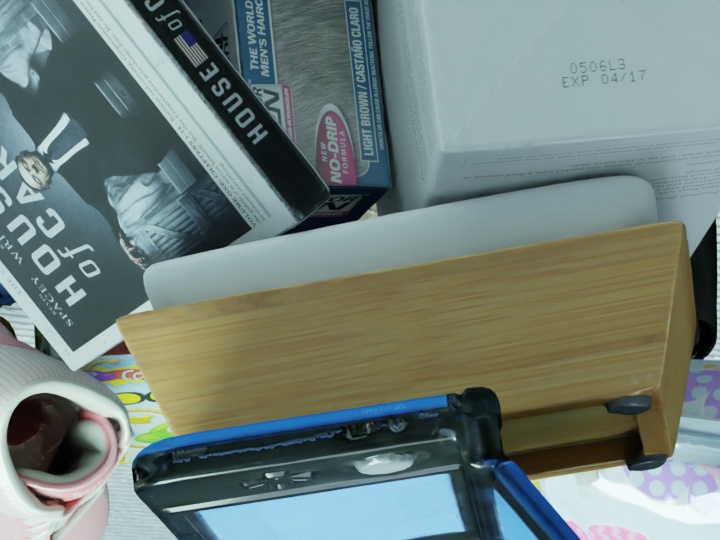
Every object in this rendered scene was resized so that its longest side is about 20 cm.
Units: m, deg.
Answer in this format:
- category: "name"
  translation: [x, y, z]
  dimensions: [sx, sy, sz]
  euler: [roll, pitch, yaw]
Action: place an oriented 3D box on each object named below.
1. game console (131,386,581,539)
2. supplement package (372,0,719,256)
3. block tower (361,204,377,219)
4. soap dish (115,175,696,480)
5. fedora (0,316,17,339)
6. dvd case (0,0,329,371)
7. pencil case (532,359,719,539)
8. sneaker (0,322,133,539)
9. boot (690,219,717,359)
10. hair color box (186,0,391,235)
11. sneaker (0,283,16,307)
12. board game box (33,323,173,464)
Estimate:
- category: "game console"
  translation: [0.026, 0.119, 0.900]
  dimensions: [0.170, 0.119, 0.200]
  euler: [-9, 164, 3]
- category: "supplement package"
  translation: [0.069, -0.071, 0.998]
  dimensions: [0.121, 0.120, 0.200]
  euler: [-6, 163, -7]
- category: "block tower"
  translation: [0.000, 0.000, 1.184]
  dimensions: [0.054, 0.058, 0.200]
  euler: [24, 142, 12]
- category: "soap dish"
  translation: [0.026, 0.035, 0.974]
  dimensions: [0.199, 0.082, 0.157]
  euler: [-10, 164, 6]
- category: "fedora"
  translation: [-0.200, 0.074, 1.297]
  dimensions: [0.081, 0.202, 0.201]
  euler: [-14, 165, -10]
- category: "dvd case"
  translation: [-0.108, -0.051, 0.998]
  dimensions: [0.025, 0.151, 0.200]
  euler: [-42, -174, -35]
- category: "pencil case"
  translation: [0.157, 0.075, 1.056]
  dimensions: [0.199, 0.083, 0.091]
  euler: [4, 151, 22]
- category: "sneaker"
  translation: [-0.140, 0.091, 1.169]
  dimensions: [0.104, 0.075, 0.201]
  euler: [27, 157, 33]
- category: "boot"
  translation: [0.131, -0.009, 1.192]
  dimensions: [0.077, 0.139, 0.200]
  euler: [-9, 164, 12]
- category: "hair color box"
  translation: [-0.051, -0.046, 1.077]
  dimensions: [0.060, 0.101, 0.200]
  euler: [0, 163, -20]
- category: "sneaker"
  translation: [-0.197, -0.022, 1.159]
  dimensions: [0.199, 0.066, 0.078]
  euler: [-12, 151, 33]
- category: "board game box"
  translation: [-0.102, 0.019, 1.267]
  dimensions: [0.102, 0.105, 0.200]
  euler: [-2, 162, -9]
